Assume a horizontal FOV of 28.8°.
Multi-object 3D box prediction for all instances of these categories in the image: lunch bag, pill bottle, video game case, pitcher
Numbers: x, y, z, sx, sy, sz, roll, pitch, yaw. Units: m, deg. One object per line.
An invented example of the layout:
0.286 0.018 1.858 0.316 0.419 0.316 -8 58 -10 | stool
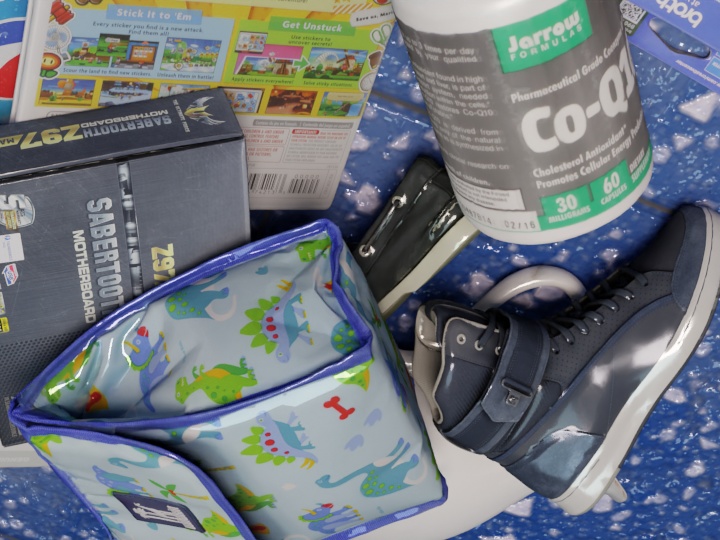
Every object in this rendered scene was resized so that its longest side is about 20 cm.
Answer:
-0.071 0.089 0.787 0.200 0.128 0.170 -19 139 5 | lunch bag
0.080 -0.122 0.729 0.113 0.113 0.200 -12 127 15 | pill bottle
-0.085 -0.108 0.766 0.200 0.023 0.182 -1 133 -25 | video game case
0.061 0.089 0.914 0.200 0.121 0.172 -10 107 1 | pitcher

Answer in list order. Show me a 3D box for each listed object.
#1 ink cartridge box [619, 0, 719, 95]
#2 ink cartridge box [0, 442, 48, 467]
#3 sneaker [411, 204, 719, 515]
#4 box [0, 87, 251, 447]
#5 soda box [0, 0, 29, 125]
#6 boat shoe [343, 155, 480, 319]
0.217 -0.174 0.723 0.119 0.042 0.200 26 128 -15 | ink cartridge box
-0.169 0.056 0.902 0.200 0.044 0.174 3 134 -24 | ink cartridge box
0.118 0.026 0.831 0.146 0.077 0.202 30 90 -11 | sneaker
-0.142 0.002 0.790 0.157 0.051 0.200 -12 134 -16 | box
-0.203 -0.138 0.762 0.064 0.068 0.200 11 134 -36 | soda box
-0.001 0.001 0.870 0.066 0.074 0.199 49 132 3 | boat shoe
